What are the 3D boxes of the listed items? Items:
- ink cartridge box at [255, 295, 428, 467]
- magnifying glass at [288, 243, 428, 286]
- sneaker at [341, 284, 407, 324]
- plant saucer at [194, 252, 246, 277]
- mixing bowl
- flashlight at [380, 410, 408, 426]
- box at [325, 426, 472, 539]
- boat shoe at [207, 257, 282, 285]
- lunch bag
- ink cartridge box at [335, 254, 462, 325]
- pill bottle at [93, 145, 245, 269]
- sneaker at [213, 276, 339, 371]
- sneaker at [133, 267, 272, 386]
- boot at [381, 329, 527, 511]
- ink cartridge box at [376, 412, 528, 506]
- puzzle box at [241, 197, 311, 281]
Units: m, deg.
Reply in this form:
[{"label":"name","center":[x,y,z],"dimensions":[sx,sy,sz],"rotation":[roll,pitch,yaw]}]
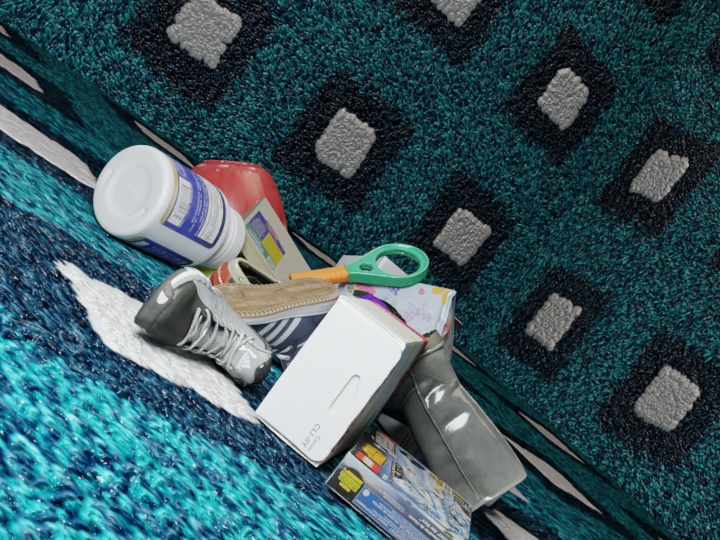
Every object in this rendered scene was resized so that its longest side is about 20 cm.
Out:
[{"label":"ink cartridge box","center":[-0.012,0.107,1.026],"dimensions":[0.083,0.146,0.200],"rotation":[37,3,10]},{"label":"magnifying glass","center":[0.000,0.000,1.374],"dimensions":[0.198,0.023,0.080],"rotation":[-11,39,-18]},{"label":"sneaker","center":[0.013,0.075,1.229],"dimensions":[0.099,0.070,0.200],"rotation":[20,19,0]},{"label":"plant saucer","center":[-0.185,0.003,1.491],"dimensions":[0.200,0.048,0.199],"rotation":[39,4,33]},{"label":"mixing bowl","center":[-0.208,-0.116,1.597],"dimensions":[0.198,0.110,0.200],"rotation":[4,0,0]},{"label":"flashlight","center":[0.040,0.161,1.238],"dimensions":[0.199,0.068,0.068],"rotation":[27,-44,14]},{"label":"box","center":[0.044,0.220,0.983],"dimensions":[0.137,0.040,0.200],"rotation":[39,3,8]},{"label":"boat shoe","center":[-0.114,0.044,1.354],"dimensions":[0.199,0.062,0.072],"rotation":[33,36,-34]},{"label":"lunch bag","center":[0.047,0.102,1.443],"dimensions":[0.168,0.128,0.201],"rotation":[15,-28,12]},{"label":"ink cartridge box","center":[0.044,0.061,1.623],"dimensions":[0.175,0.084,0.200],"rotation":[40,-11,-16]},{"label":"pill bottle","center":[-0.240,-0.072,1.311],"dimensions":[0.119,0.120,0.200],"rotation":[39,3,31]},{"label":"sneaker","center":[-0.118,0.073,1.180],"dimensions":[0.199,0.109,0.070],"rotation":[-6,35,-38]},{"label":"sneaker","center":[-0.136,0.062,0.974],"dimensions":[0.115,0.075,0.200],"rotation":[40,3,9]},{"label":"boot","center":[0.069,0.192,1.155],"dimensions":[0.201,0.181,0.073],"rotation":[62,14,-3]},{"label":"ink cartridge box","center":[0.108,0.242,1.365],"dimensions":[0.199,0.043,0.196],"rotation":[37,2,-26]},{"label":"puzzle box","center":[-0.113,-0.001,1.478],"dimensions":[0.201,0.025,0.133],"rotation":[59,19,-12]}]
